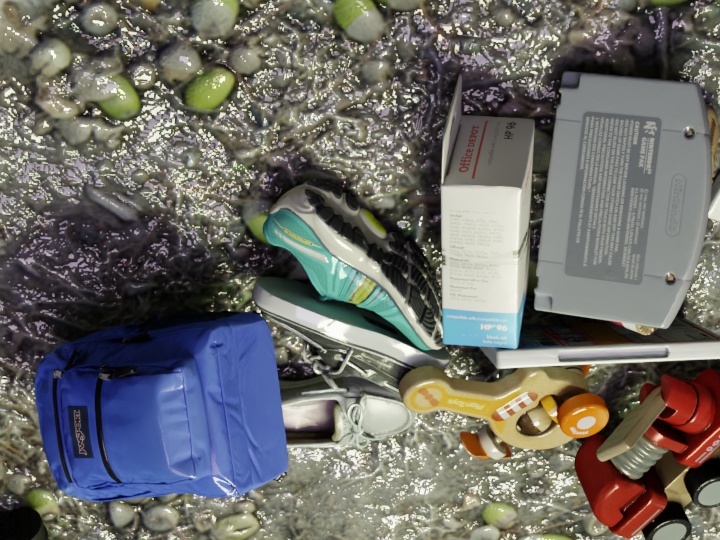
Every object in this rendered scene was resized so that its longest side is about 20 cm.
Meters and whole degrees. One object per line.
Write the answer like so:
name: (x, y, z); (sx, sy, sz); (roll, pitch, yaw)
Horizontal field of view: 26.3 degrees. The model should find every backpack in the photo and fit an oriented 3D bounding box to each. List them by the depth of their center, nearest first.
backpack: (-0.188, 0.117, 1.327); (0.199, 0.168, 0.163); (-5, 89, 29)

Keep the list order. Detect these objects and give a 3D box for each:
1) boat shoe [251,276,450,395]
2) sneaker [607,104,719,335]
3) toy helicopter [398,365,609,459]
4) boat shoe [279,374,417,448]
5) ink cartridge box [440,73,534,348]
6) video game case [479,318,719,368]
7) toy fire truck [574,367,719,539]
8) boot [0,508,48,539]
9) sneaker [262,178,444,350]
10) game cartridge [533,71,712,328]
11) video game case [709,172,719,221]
boat shoe: (-0.017, 0.067, 1.384); (0.199, 0.074, 0.068); (22, 106, -29)
sneaker: (0.230, -0.055, 1.322); (0.071, 0.112, 0.201); (19, 91, -51)
toy helicopter: (0.120, 0.127, 1.417); (0.199, 0.079, 0.132); (12, 131, -26)
boat shoe: (-0.045, 0.137, 1.433); (0.201, 0.065, 0.075); (3, 124, -6)
ink cartridge box: (0.107, -0.050, 1.281); (0.068, 0.116, 0.201); (4, 125, 9)
video game case: (0.209, 0.063, 1.363); (0.199, 0.143, 0.018); (-2, 96, -3)
toy fire truck: (0.261, 0.167, 1.416); (0.200, 0.129, 0.176); (23, 121, -33)
boot: (-0.384, 0.333, 1.531); (0.210, 0.080, 0.158); (-12, 124, 3)
sneaker: (0.000, 0.000, 1.350); (0.200, 0.078, 0.080); (42, 126, -19)
game cartridge: (0.218, -0.058, 1.258); (0.133, 0.040, 0.201); (9, 94, 25)
video game case: (0.420, -0.104, 1.331); (0.182, 0.022, 0.200); (16, 121, -15)
